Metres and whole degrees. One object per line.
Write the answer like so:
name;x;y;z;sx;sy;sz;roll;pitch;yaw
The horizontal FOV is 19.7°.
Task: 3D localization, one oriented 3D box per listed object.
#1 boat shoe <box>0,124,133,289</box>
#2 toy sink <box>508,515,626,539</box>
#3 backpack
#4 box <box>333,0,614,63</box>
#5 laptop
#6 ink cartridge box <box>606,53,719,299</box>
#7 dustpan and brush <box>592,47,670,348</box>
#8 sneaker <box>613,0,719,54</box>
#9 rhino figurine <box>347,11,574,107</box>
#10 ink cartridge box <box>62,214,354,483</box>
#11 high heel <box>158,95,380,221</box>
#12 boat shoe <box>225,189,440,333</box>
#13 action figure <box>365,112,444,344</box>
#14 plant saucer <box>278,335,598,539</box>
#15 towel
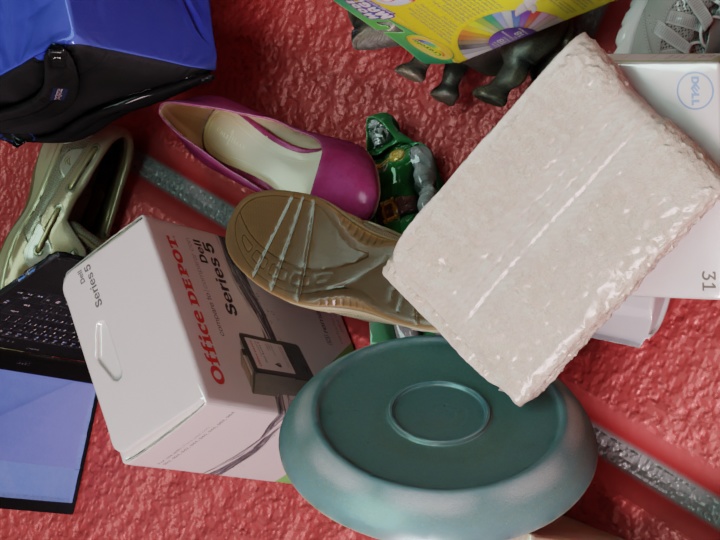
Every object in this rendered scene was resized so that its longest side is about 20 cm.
boat shoe;-0.227;-0.019;1.603;0.065;0.072;0.201;13;84;35
toy sink;0.069;0.246;1.300;0.112;0.130;0.201;18;93;37
backpack;-0.222;-0.183;1.516;0.199;0.162;0.169;-23;66;40
box;0.086;-0.193;1.303;0.199;0.117;0.049;-20;57;33
laptop;-0.216;0.086;1.512;0.199;0.177;0.104;-31;65;28
ink cartridge box;0.222;-0.057;1.245;0.199;0.048;0.147;3;103;26
dustpan and brush;0.153;-0.061;1.353;0.139;0.057;0.202;12;95;29
sneaker;0.213;-0.154;1.304;0.082;0.075;0.202;2;82;38
rhino figurine;0.065;-0.162;1.425;0.199;0.060;0.088;22;82;39
ink cartridge box;-0.091;0.059;1.410;0.084;0.199;0.146;-35;63;26
high heel;-0.064;-0.080;1.449;0.200;0.095;0.068;39;110;54
boat shoe;0.000;0.000;1.372;0.199;0.065;0.073;17;84;29
action figure;0.032;-0.017;1.428;0.118;0.055;0.201;-24;65;30
plant saucer;0.048;0.096;1.279;0.200;0.200;0.028;29;133;36
towel;0.115;-0.027;1.253;0.133;0.034;0.200;46;111;9
